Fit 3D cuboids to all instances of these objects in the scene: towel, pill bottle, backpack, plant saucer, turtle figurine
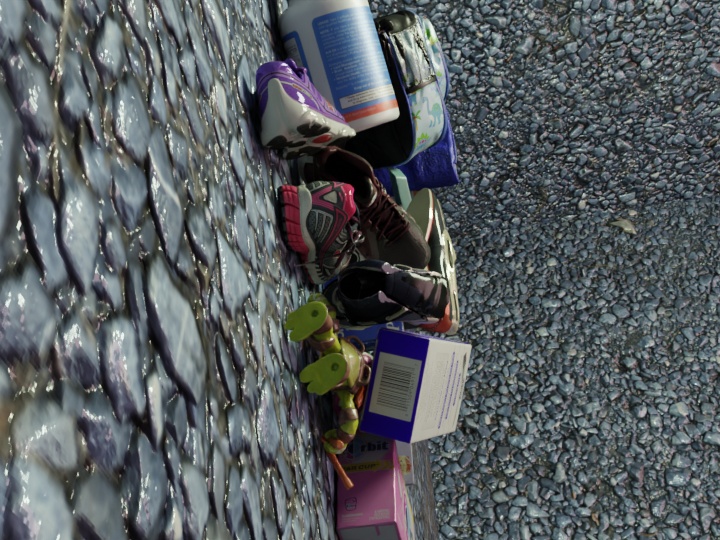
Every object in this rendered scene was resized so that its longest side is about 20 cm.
[{"bbox_3d":[0.049,-0.183,1.252,0.050,0.197,0.149,67,14,-56],"label":"towel"},{"bbox_3d":[-0.032,-0.261,0.944,0.112,0.111,0.203,-72,146,-78],"label":"pill bottle"},{"bbox_3d":[0.040,-0.258,1.153,0.146,0.182,0.202,-32,112,-36],"label":"backpack"},{"bbox_3d":[0.074,-0.047,1.146,0.070,0.019,0.203,-113,-173,-71],"label":"plant saucer"},{"bbox_3d":[-0.022,0.101,0.772,0.162,0.063,0.203,66,16,-69],"label":"turtle figurine"}]

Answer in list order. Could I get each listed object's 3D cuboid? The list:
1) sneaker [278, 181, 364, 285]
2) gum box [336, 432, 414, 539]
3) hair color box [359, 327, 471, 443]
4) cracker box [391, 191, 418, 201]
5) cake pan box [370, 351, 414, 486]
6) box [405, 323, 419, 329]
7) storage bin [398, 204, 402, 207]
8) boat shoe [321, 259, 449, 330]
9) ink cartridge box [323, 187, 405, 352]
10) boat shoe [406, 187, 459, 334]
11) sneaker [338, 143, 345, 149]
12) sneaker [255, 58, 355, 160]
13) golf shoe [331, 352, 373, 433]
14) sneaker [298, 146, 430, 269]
[{"bbox_3d":[-0.031,-0.037,0.852,0.200,0.073,0.082,60,21,-77],"label":"sneaker"},{"bbox_3d":[0.023,0.292,0.921,0.114,0.065,0.202,-90,170,-48],"label":"gum box"},{"bbox_3d":[0.067,0.128,0.907,0.200,0.064,0.111,20,81,-67],"label":"hair color box"},{"bbox_3d":[0.023,-0.191,1.328,0.058,0.132,0.202,71,11,-57],"label":"cracker box"},{"bbox_3d":[0.045,0.211,1.210,0.184,0.051,0.203,105,-19,-81],"label":"cake pan box"},{"bbox_3d":[0.043,-0.006,1.383,0.202,0.104,0.123,-92,170,-48],"label":"box"},{"bbox_3d":[0.032,0.004,1.160,0.200,0.092,0.137,81,-6,-77],"label":"storage bin"},{"bbox_3d":[-0.003,0.020,0.863,0.092,0.199,0.076,17,74,-36],"label":"boat shoe"},{"bbox_3d":[0.000,0.000,1.004,0.044,0.093,0.203,70,13,-65],"label":"ink cartridge box"},{"bbox_3d":[0.091,-0.013,1.019,0.071,0.062,0.202,-44,-143,47],"label":"boat shoe"},{"bbox_3d":[-0.025,-0.208,1.082,0.201,0.089,0.071,73,10,-53],"label":"sneaker"},{"bbox_3d":[-0.056,-0.162,0.796,0.200,0.080,0.085,-5,79,-85],"label":"sneaker"},{"bbox_3d":[-0.003,0.136,0.964,0.201,0.074,0.092,76,-8,-58],"label":"golf shoe"},{"bbox_3d":[0.013,-0.063,0.904,0.200,0.076,0.115,42,-5,-13],"label":"sneaker"}]
